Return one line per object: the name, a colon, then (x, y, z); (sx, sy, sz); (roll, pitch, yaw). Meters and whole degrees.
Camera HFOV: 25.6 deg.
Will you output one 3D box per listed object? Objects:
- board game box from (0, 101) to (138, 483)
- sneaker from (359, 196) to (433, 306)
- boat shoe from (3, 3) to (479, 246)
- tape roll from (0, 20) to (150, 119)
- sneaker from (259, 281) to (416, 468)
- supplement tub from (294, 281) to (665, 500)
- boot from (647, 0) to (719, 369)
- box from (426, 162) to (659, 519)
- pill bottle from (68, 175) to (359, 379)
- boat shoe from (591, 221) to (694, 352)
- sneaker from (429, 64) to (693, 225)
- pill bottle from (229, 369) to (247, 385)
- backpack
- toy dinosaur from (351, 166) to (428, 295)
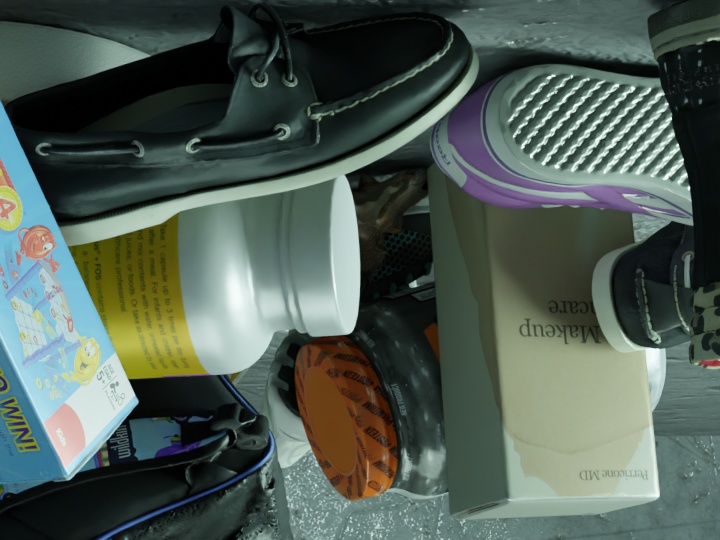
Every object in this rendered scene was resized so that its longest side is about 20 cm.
board game box: (-0.217, -0.006, 0.644); (0.196, 0.200, 0.056); (-8, -156, 30)
sneaker: (0.000, 0.000, 0.993); (0.200, 0.091, 0.078); (-3, 171, 5)
boat shoe: (-0.052, -0.073, 0.639); (0.199, 0.075, 0.066); (-16, 130, 4)
tape roll: (-0.181, -0.069, 0.739); (0.203, 0.037, 0.203); (-1, 169, 0)
sneaker: (-0.022, 0.050, 1.060); (0.075, 0.200, 0.081); (31, 133, 0)
supplement tub: (0.070, 0.062, 0.948); (0.200, 0.123, 0.123); (-17, 176, -22)
boot: (0.208, -0.030, 0.679); (0.203, 0.154, 0.073); (5, 168, -32)
box: (0.096, 0.030, 0.856); (0.095, 0.200, 0.078); (1, 165, -19)
pill bottle: (-0.104, -0.002, 0.721); (0.200, 0.104, 0.104); (-3, 170, 10)
boat shoe: (0.201, -0.013, 0.851); (0.068, 0.072, 0.200); (-18, -170, 43)
sneaker: (0.132, -0.056, 0.788); (0.200, 0.073, 0.114); (13, 169, -20)
pill bottle: (-0.129, 0.047, 1.040); (0.109, 0.109, 0.200); (-3, -171, 6)
backpack: (-0.152, 0.112, 0.782); (0.200, 0.183, 0.135); (-25, 133, -17)
toy dinosaur: (-0.062, -0.022, 0.904); (0.200, 0.086, 0.136); (2, 178, 13)
